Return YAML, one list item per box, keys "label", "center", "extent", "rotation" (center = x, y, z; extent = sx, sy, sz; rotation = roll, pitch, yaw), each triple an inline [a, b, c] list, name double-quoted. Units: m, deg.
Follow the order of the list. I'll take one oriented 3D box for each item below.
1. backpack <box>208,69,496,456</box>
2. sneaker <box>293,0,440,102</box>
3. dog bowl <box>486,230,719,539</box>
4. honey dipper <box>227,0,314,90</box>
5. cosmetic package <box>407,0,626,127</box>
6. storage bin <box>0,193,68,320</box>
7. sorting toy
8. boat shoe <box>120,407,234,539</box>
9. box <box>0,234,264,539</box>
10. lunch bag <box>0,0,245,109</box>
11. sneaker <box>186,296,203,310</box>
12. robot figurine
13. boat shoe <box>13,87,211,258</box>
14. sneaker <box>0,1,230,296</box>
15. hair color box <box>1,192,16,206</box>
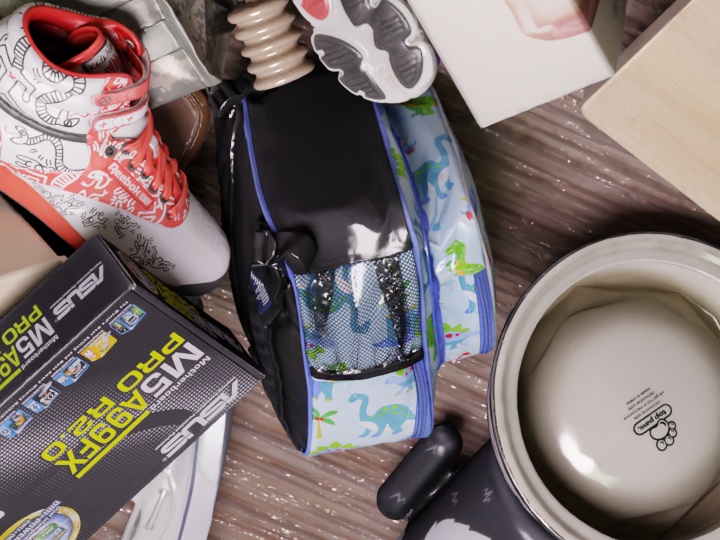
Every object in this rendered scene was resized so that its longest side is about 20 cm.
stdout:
- label: "backpack"
  center: [0.000, 0.000, 1.512]
  extent: [0.146, 0.183, 0.200]
  rotation: [-9, 131, -8]
- label: "sneaker"
  center: [-0.014, -0.188, 1.446]
  extent: [0.080, 0.083, 0.200]
  rotation: [-16, 111, 29]
- label: "dog bowl"
  center: [0.164, 0.080, 1.548]
  extent: [0.200, 0.201, 0.074]
  rotation: [24, 168, -8]
- label: "honey dipper"
  center: [-0.077, -0.198, 1.447]
  extent: [0.038, 0.038, 0.201]
  rotation: [-16, 105, 20]
- label: "cosmetic package"
  center: [0.062, -0.193, 1.413]
  extent: [0.087, 0.104, 0.200]
  rotation: [-20, 121, 22]
- label: "storage bin"
  center: [-0.277, 0.014, 1.484]
  extent: [0.200, 0.094, 0.199]
  rotation: [45, 132, 26]
- label: "sorting toy"
  center: [0.262, -0.111, 1.457]
  extent: [0.200, 0.070, 0.199]
  rotation: [36, 123, -16]
- label: "boat shoe"
  center: [-0.124, 0.135, 1.694]
  extent: [0.065, 0.074, 0.201]
  rotation: [12, 125, -4]
- label: "box"
  center: [-0.169, 0.086, 1.442]
  extent: [0.200, 0.044, 0.160]
  rotation: [-42, 148, 4]
- label: "lunch bag"
  center: [-0.182, -0.178, 1.455]
  extent: [0.164, 0.118, 0.200]
  rotation: [-19, 118, 20]
- label: "sneaker"
  center: [-0.132, 0.047, 1.564]
  extent: [0.071, 0.080, 0.200]
  rotation: [56, 148, 18]
- label: "robot figurine"
  center: [0.096, 0.178, 1.653]
  extent: [0.124, 0.151, 0.200]
  rotation: [12, 133, -38]
- label: "boat shoe"
  center: [-0.158, -0.034, 1.524]
  extent: [0.072, 0.068, 0.200]
  rotation: [40, 102, -18]
- label: "sneaker"
  center: [-0.130, -0.066, 1.423]
  extent: [0.201, 0.067, 0.108]
  rotation: [33, 129, -22]
- label: "hair color box"
  center: [-0.226, -0.031, 1.602]
  extent: [0.200, 0.061, 0.099]
  rotation: [40, 121, -19]
